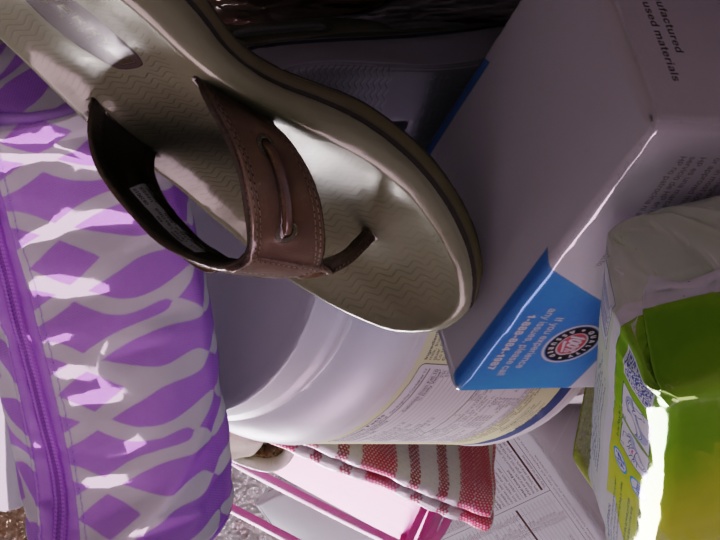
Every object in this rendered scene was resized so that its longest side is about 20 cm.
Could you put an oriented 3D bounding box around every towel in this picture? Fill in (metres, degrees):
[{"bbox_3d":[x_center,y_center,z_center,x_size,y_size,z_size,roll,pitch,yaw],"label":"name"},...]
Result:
[{"bbox_3d":[-0.024,0.035,0.976,0.199,0.147,0.030,23,128,-21],"label":"towel"}]

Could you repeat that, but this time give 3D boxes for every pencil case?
[{"bbox_3d":[-0.095,0.011,0.717,0.083,0.201,0.086,5,-148,25],"label":"pencil case"}]

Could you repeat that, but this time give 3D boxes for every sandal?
[{"bbox_3d":[-0.047,-0.032,0.617,0.201,0.058,0.080,36,143,-31],"label":"sandal"}]

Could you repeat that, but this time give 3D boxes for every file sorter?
[{"bbox_3d":[-0.024,0.116,1.116,0.138,0.126,0.200,28,146,1],"label":"file sorter"}]

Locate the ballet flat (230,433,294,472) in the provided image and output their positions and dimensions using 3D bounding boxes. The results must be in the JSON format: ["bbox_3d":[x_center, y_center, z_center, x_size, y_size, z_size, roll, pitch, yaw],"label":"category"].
[{"bbox_3d":[-0.111,0.051,0.952,0.199,0.070,0.069,15,166,-26],"label":"ballet flat"}]

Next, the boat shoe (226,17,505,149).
[{"bbox_3d":[0.023,-0.063,0.737,0.199,0.072,0.062,1,-150,-38],"label":"boat shoe"}]

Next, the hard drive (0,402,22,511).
[{"bbox_3d":[-0.193,0.009,0.783,0.131,0.201,0.026,-1,-145,-10],"label":"hard drive"}]

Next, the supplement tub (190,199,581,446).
[{"bbox_3d":[0.000,0.000,0.862,0.144,0.146,0.199,-7,172,38],"label":"supplement tub"}]

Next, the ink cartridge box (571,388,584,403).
[{"bbox_3d":[0.141,0.017,1.187,0.067,0.117,0.200,-6,174,31],"label":"ink cartridge box"}]

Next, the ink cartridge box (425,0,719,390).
[{"bbox_3d":[0.135,-0.032,0.681,0.199,0.085,0.145,1,146,-26],"label":"ink cartridge box"}]

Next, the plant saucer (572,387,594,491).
[{"bbox_3d":[0.131,0.016,0.871,0.048,0.202,0.200,10,176,12],"label":"plant saucer"}]

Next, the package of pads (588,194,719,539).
[{"bbox_3d":[0.170,0.027,0.643,0.199,0.069,0.155,-13,147,-5],"label":"package of pads"}]

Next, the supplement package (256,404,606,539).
[{"bbox_3d":[0.080,0.118,1.309,0.199,0.147,0.191,-30,-168,33],"label":"supplement package"}]
